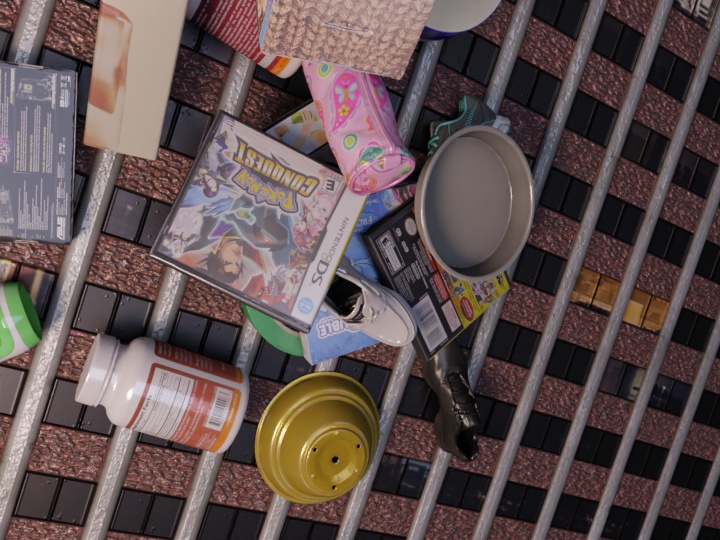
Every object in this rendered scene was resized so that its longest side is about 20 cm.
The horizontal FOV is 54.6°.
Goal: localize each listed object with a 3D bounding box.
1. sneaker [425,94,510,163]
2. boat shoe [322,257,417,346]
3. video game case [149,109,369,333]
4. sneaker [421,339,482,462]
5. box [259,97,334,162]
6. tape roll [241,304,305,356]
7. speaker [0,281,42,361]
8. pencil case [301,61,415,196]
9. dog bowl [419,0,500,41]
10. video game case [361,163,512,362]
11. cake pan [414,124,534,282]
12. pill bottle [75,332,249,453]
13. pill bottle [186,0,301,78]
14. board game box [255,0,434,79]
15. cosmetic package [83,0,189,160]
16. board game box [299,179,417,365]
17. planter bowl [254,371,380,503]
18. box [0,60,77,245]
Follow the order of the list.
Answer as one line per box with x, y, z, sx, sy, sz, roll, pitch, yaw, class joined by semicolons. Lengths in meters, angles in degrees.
0.123;-0.169;1.007;0.091;0.078;0.201;43;79;-6;sneaker
-0.004;0.039;0.873;0.072;0.066;0.200;-37;113;21;boat shoe
-0.110;-0.055;0.794;0.197;0.025;0.184;26;81;-7;video game case
0.149;0.195;1.063;0.074;0.091;0.205;-17;104;-15;sneaker
-0.072;-0.165;0.892;0.198;0.117;0.061;-34;91;-11;box
-0.070;0.014;0.965;0.196;0.048;0.206;-5;102;-22;tape roll
-0.477;0.083;0.797;0.196;0.088;0.090;-22;107;-16;speaker
-0.006;-0.188;0.790;0.085;0.088;0.204;-12;71;-18;pencil case
0.103;-0.419;0.939;0.195;0.079;0.206;-4;102;-21;dog bowl
0.110;-0.011;0.954;0.180;0.025;0.203;-37;114;-23;video game case
0.150;-0.088;0.931;0.196;0.036;0.206;-4;98;-31;cake pan
-0.249;0.152;0.885;0.197;0.112;0.114;23;91;-23;pill bottle
-0.147;-0.330;0.837;0.197;0.113;0.115;27;90;-24;pill bottle
-0.027;-0.319;0.740;0.156;0.204;0.098;4;142;-21;board game box
-0.248;-0.240;0.770;0.085;0.105;0.202;10;129;-21;cosmetic package
0.000;0.000;0.942;0.196;0.043;0.204;-17;107;-20;board game box
-0.047;0.256;1.000;0.196;0.083;0.206;-4;101;-21;planter bowl
-0.412;-0.136;0.804;0.156;0.043;0.206;1;99;-22;box
